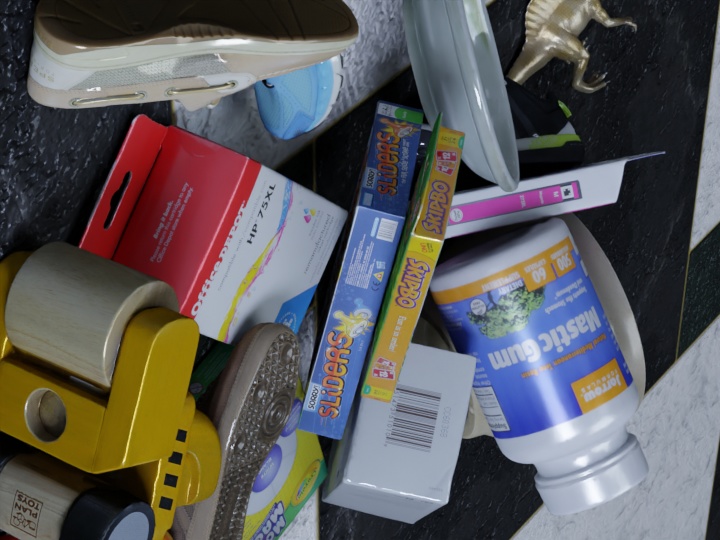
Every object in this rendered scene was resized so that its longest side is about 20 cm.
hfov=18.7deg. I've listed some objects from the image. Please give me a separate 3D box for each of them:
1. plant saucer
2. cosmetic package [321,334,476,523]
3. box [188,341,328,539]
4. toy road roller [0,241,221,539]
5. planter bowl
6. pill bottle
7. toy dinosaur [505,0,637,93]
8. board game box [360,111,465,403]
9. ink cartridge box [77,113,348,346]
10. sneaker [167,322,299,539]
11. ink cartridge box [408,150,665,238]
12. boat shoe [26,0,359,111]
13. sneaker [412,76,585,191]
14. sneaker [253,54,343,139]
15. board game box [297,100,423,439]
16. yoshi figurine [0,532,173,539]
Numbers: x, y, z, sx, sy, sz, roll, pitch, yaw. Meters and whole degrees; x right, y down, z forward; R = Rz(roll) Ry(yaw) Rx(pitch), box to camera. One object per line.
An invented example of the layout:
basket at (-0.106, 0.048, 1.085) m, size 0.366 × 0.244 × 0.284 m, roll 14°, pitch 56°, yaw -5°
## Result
plant saucer at (0.067, -0.149, 1.554) m, size 0.200 × 0.050 × 0.200 m, roll -13°, pitch 90°, yaw -81°
cosmetic package at (0.026, 0.120, 1.613) m, size 0.200 × 0.081 × 0.113 m, roll 121°, pitch -19°, yaw -76°
box at (-0.084, 0.140, 1.582) m, size 0.117 × 0.048 × 0.200 m, roll -52°, pitch 151°, yaw -26°
toy road roller at (-0.150, 0.084, 1.325) m, size 0.146 × 0.123 × 0.200 m, roll -12°, pitch 119°, yaw -58°
planter bowl at (0.116, 0.054, 1.739) m, size 0.135 × 0.200 × 0.200 m, roll -24°, pitch 137°, yaw -19°
pill bottle at (0.137, 0.072, 1.602) m, size 0.112 × 0.112 × 0.200 m, roll -31°, pitch 98°, yaw -48°
toy dinosaur at (0.161, -0.190, 1.770) m, size 0.200 × 0.058 × 0.101 m, roll -53°, pitch 135°, yaw 2°
board game box at (0.035, -0.007, 1.442) m, size 0.200 × 0.030 × 0.096 m, roll 102°, pitch 1°, yaw -51°
ink cartridge box at (-0.095, -0.018, 1.409) m, size 0.200 × 0.067 × 0.116 m, roll 25°, pitch 88°, yaw -64°
sneaker at (-0.104, 0.118, 1.431) m, size 0.070 × 0.075 × 0.200 m, roll -4°, pitch 116°, yaw -61°
ink cartridge box at (0.124, -0.055, 1.641) m, size 0.200 × 0.095 × 0.037 m, roll -14°, pitch 93°, yaw -12°
boat shoe at (-0.097, -0.130, 1.269) m, size 0.200 × 0.072 × 0.065 m, roll -9°, pitch 140°, yaw -28°
sneaker at (0.089, -0.110, 1.682) m, size 0.200 × 0.072 × 0.083 m, roll 1°, pitch 67°, yaw -43°
sneaker at (-0.074, -0.158, 1.357) m, size 0.090 × 0.078 × 0.200 m, roll -36°, pitch 137°, yaw -20°
board game box at (0.000, 0.000, 1.532) m, size 0.135 × 0.034 × 0.200 m, roll -79°, pitch -176°, yaw -54°
yoshi figurine at (-0.205, 0.227, 1.371) m, size 0.200 × 0.112 × 0.113 m, roll -34°, pitch 145°, yaw -42°
